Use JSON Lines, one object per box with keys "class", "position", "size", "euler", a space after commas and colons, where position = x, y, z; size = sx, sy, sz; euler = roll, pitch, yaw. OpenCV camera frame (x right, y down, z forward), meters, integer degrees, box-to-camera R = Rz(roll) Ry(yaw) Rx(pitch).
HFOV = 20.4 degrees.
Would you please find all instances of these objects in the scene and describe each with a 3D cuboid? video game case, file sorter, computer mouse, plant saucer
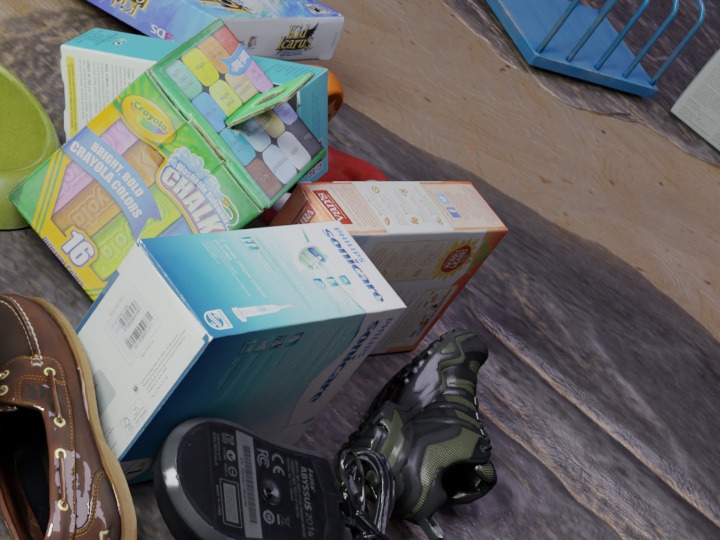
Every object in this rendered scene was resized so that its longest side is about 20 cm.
{"class": "video game case", "position": [-0.142, -0.234, 1.673], "size": [0.199, 0.046, 0.181], "euler": [31, 24, 27]}
{"class": "file sorter", "position": [0.256, -0.294, 2.173], "size": [0.199, 0.123, 0.139], "euler": [10, 39, -41]}
{"class": "computer mouse", "position": [-0.058, 0.157, 1.245], "size": [0.199, 0.053, 0.139], "euler": [26, 48, -37]}
{"class": "plant saucer", "position": [-0.290, -0.110, 1.403], "size": [0.199, 0.031, 0.201], "euler": [27, 30, -17]}

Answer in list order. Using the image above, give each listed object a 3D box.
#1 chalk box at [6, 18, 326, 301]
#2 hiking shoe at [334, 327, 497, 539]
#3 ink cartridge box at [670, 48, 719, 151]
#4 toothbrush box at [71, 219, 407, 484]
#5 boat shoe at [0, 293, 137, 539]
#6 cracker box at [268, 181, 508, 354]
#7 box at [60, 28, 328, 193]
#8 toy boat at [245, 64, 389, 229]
{"class": "chalk box", "position": [-0.116, -0.079, 1.354], "size": [0.124, 0.200, 0.124], "euler": [50, 28, -4]}
{"class": "hiking shoe", "position": [0.056, 0.120, 1.433], "size": [0.101, 0.076, 0.200], "euler": [46, 38, -3]}
{"class": "ink cartridge box", "position": [0.465, -0.201, 2.205], "size": [0.162, 0.200, 0.057], "euler": [39, 31, 2]}
{"class": "toothbrush box", "position": [-0.088, 0.051, 1.278], "size": [0.199, 0.147, 0.085], "euler": [-7, 52, -51]}
{"class": "boat shoe", "position": [-0.194, 0.090, 1.179], "size": [0.070, 0.070, 0.201], "euler": [12, 38, -44]}
{"class": "cracker box", "position": [0.000, 0.000, 1.462], "size": [0.199, 0.134, 0.058], "euler": [-3, 48, -51]}
{"class": "box", "position": [-0.121, -0.118, 1.451], "size": [0.199, 0.083, 0.049], "euler": [13, 28, 23]}
{"class": "toy boat", "position": [-0.057, -0.102, 1.548], "size": [0.199, 0.131, 0.131], "euler": [34, 29, -6]}
